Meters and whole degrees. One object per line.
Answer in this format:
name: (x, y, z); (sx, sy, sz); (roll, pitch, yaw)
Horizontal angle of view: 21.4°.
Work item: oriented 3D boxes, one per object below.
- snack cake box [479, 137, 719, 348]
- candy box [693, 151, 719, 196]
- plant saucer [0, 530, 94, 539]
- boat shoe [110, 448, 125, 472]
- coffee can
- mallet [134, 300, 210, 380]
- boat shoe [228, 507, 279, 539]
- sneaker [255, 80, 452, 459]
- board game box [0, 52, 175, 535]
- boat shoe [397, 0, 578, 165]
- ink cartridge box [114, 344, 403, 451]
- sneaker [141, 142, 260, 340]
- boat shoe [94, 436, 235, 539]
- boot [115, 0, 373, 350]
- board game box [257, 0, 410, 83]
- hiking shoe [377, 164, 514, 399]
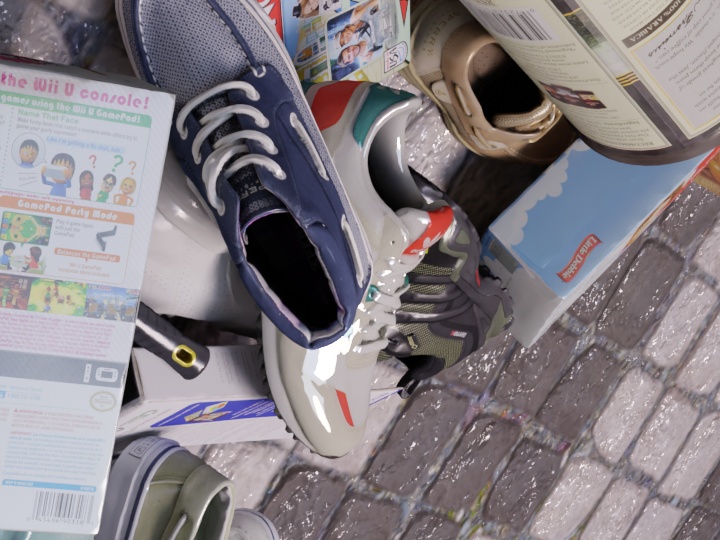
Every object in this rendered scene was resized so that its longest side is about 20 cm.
snack cake box: (0.160, -0.053, 1.220); (0.200, 0.067, 0.115); (-44, 171, -17)
candy box: (0.256, -0.134, 1.267); (0.055, 0.115, 0.201); (-39, 141, -24)
plant saucer: (-0.208, 0.103, 0.885); (0.199, 0.039, 0.204); (-4, 99, -24)
boat shoe: (-0.176, 0.165, 1.029); (0.199, 0.065, 0.074); (-37, 140, -25)
coffee can: (0.128, -0.166, 1.001); (0.147, 0.146, 0.200); (-54, 139, -3)
mallet: (-0.152, 0.004, 0.906); (0.066, 0.041, 0.200); (-47, 124, -7)
boat shoe: (-0.129, 0.213, 1.113); (0.202, 0.075, 0.086); (-43, 160, -8)
sneaker: (0.000, -0.001, 0.978); (0.070, 0.092, 0.202); (-19, 107, -65)
board game box: (-0.173, 0.006, 0.826); (0.146, 0.064, 0.202); (8, 99, -27)
boat shoe: (0.087, -0.101, 1.135); (0.072, 0.064, 0.199); (-59, 146, 4)
ink cartridge box: (-0.076, 0.070, 1.049); (0.094, 0.037, 0.199); (-27, 159, 39)
sneaker: (-0.093, 0.001, 1.011); (0.088, 0.076, 0.200); (-35, 147, 5)
boat shoe: (-0.113, 0.190, 1.019); (0.072, 0.062, 0.202); (-16, 122, -52)
boot: (-0.054, -0.060, 0.895); (0.072, 0.201, 0.090); (-31, -170, 8)
board game box: (-0.031, -0.168, 0.974); (0.134, 0.029, 0.201); (-33, 139, -31)
hiking shoe: (0.022, 0.006, 1.132); (0.101, 0.076, 0.200); (-45, 137, -7)
